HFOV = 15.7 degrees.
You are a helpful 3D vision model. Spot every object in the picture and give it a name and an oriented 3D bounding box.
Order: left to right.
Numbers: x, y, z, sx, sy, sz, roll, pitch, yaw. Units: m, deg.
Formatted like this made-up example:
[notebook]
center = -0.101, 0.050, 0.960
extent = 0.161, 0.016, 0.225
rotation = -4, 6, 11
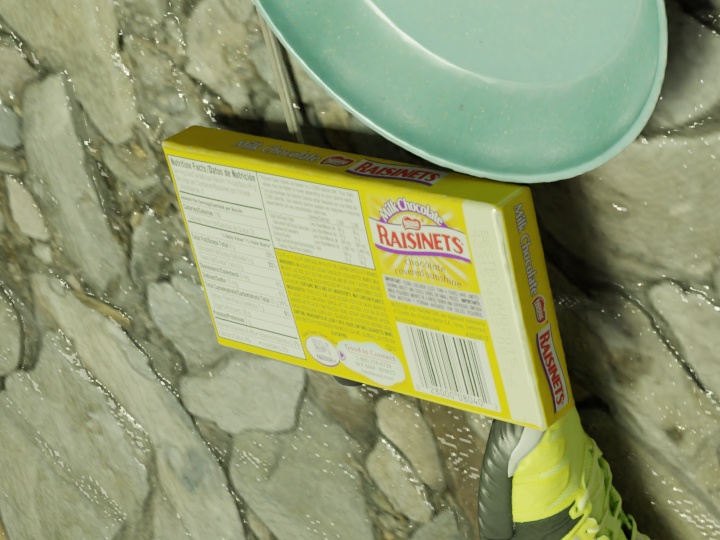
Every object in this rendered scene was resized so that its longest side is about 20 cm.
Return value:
[screwdriver]
center = -0.018, -0.034, 1.129
extent = 0.029, 0.028, 0.201
rotation = -3, 124, 9
[candy box]
center = 0.000, 0.000, 1.091
extent = 0.199, 0.026, 0.103
rotation = 13, 124, 44
[plant saucer]
center = 0.034, -0.124, 0.968
extent = 0.199, 0.036, 0.201
rotation = 25, 141, 22
[sneaker]
center = 0.095, 0.114, 1.144
extent = 0.076, 0.076, 0.201
rotation = 3, 135, 15
